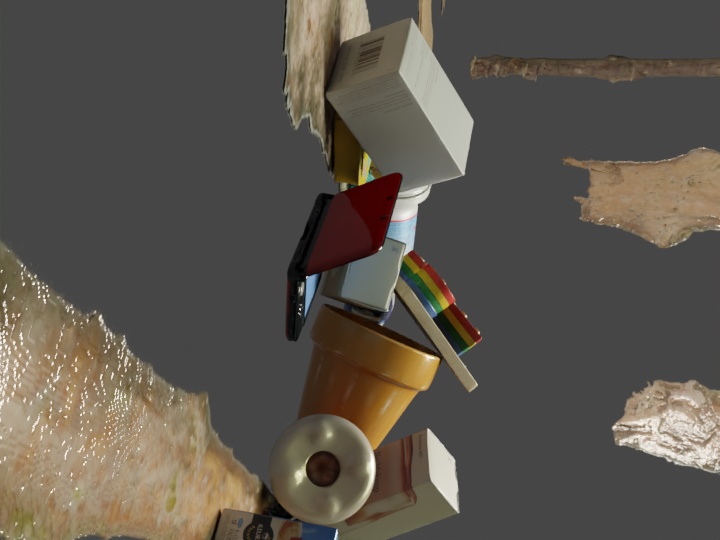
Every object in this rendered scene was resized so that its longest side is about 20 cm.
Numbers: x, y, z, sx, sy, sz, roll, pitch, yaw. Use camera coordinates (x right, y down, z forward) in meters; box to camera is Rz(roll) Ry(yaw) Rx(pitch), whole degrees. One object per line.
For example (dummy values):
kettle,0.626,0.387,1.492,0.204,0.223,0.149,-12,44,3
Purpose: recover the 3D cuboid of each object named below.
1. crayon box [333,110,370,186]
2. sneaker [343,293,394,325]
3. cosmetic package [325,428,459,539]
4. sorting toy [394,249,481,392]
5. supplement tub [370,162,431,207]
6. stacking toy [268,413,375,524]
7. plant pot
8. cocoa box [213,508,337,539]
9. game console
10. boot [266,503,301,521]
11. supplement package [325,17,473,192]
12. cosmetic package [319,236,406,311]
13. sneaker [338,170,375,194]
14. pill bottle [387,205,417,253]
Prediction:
crayon box,-0.004,-0.220,1.573,0.127,0.051,0.200,92,8,-48
sneaker,-0.008,0.116,1.751,0.200,0.080,0.147,122,-12,-49
cosmetic package,0.034,0.322,1.528,0.087,0.200,0.103,52,22,-32
sorting toy,0.115,0.060,1.638,0.200,0.070,0.199,55,-1,-23
supplement tub,0.068,-0.223,1.806,0.144,0.144,0.200,-74,171,-49
stacking toy,-0.067,0.281,1.492,0.200,0.146,0.146,138,-36,-74
plant pot,-0.004,0.174,1.595,0.200,0.200,0.183,13,102,-84
cocoa box,-0.098,0.374,1.169,0.200,0.131,0.134,92,9,-51
game console,-0.021,-0.019,1.388,0.200,0.119,0.173,-72,169,-55
boot,-0.105,0.418,1.470,0.162,0.073,0.199,-41,133,-85
supplement package,0.058,-0.223,1.456,0.200,0.117,0.117,52,37,-37
cosmetic package,0.000,0.000,1.544,0.200,0.071,0.105,172,-65,-79
sneaker,0.004,-0.115,1.674,0.078,0.080,0.200,-1,100,-84
pill bottle,0.053,-0.091,2.033,0.109,0.109,0.200,-72,169,-58
